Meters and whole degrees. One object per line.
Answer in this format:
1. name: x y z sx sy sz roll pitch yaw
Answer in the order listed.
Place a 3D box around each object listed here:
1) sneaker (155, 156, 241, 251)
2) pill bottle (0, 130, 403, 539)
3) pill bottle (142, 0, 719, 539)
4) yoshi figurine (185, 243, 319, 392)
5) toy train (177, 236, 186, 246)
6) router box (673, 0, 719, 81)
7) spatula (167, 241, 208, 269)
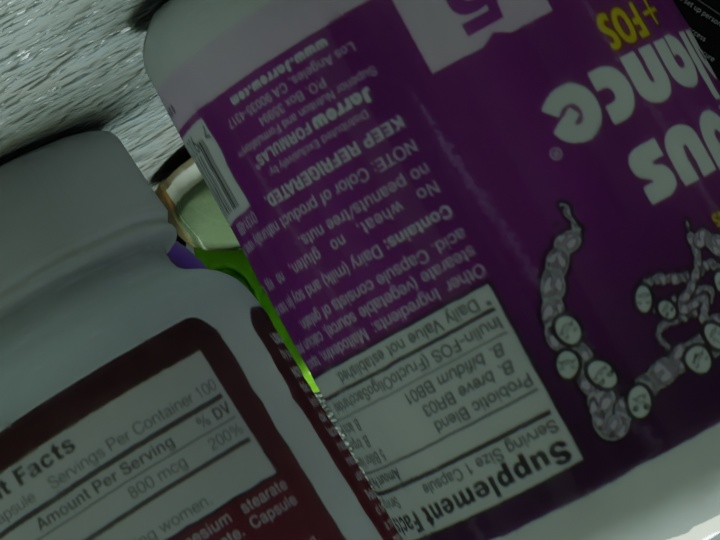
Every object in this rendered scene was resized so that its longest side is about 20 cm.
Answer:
1. sneaker: 0.002 -0.021 0.879 0.067 0.090 0.200 -29 179 -31
2. pill bottle: -0.054 0.072 0.717 0.114 0.200 0.114 -31 174 -4
3. pill bottle: 0.044 0.009 0.602 0.112 0.200 0.112 -30 178 -1
4. yoshi figurine: 0.005 0.013 0.987 0.200 0.112 0.113 -38 -148 28
5. toy train: 0.006 -0.053 1.027 0.200 0.034 0.046 -30 166 26
6. router box: 0.104 -0.076 0.743 0.149 0.051 0.200 -57 170 17
7. spatula: -0.091 0.056 0.790 0.021 0.056 0.200 -46 -165 51
